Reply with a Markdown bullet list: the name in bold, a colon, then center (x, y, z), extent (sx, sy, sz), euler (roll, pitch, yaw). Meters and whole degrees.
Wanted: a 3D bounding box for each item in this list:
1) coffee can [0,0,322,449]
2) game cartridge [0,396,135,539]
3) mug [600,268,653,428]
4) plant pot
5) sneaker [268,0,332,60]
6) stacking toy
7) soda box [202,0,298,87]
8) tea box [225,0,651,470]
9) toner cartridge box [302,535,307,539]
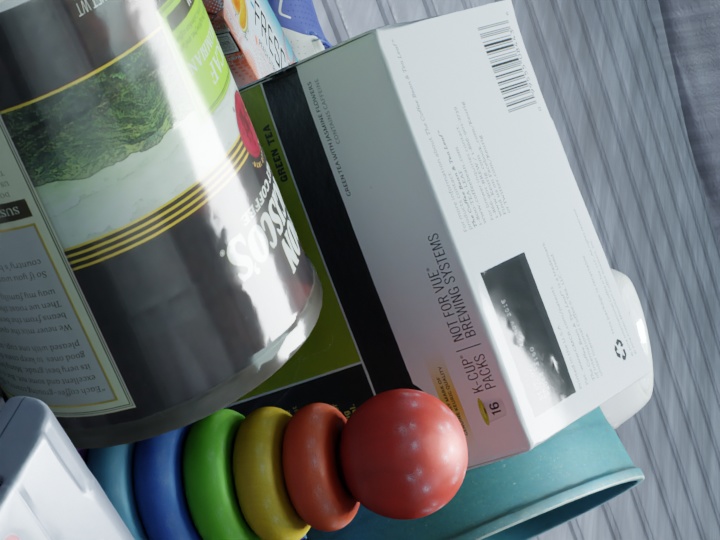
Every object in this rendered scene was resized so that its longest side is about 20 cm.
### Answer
- **coffee can**: center (-0.117, -0.049, 0.867), extent (0.146, 0.146, 0.200), euler (-75, 148, -56)
- **game cartridge**: center (-0.137, 0.162, 0.757), extent (0.200, 0.041, 0.133), euler (-63, 146, -37)
- **mug**: center (0.103, 0.070, 1.447), extent (0.200, 0.175, 0.148), euler (-50, 126, -69)
- **plant pot**: center (0.036, 0.076, 1.222), extent (0.188, 0.200, 0.200), euler (67, 15, 12)
- **sneaker**: center (-0.008, -0.087, 1.296), extent (0.081, 0.115, 0.200), euler (41, 40, -65)
- **stacking toy**: center (-0.051, 0.087, 0.894), extent (0.085, 0.200, 0.085), euler (-12, 90, -74)
- **soda box**: center (-0.077, -0.112, 1.142), extent (0.200, 0.064, 0.068), euler (62, 22, -63)
- **tea box**: center (0.000, 0.000, 1.014), extent (0.134, 0.197, 0.200), euler (-23, 93, -56)
- **toner cartridge box**: center (-0.071, 0.042, 1.130), extent (0.095, 0.043, 0.200), euler (45, 37, -62)
